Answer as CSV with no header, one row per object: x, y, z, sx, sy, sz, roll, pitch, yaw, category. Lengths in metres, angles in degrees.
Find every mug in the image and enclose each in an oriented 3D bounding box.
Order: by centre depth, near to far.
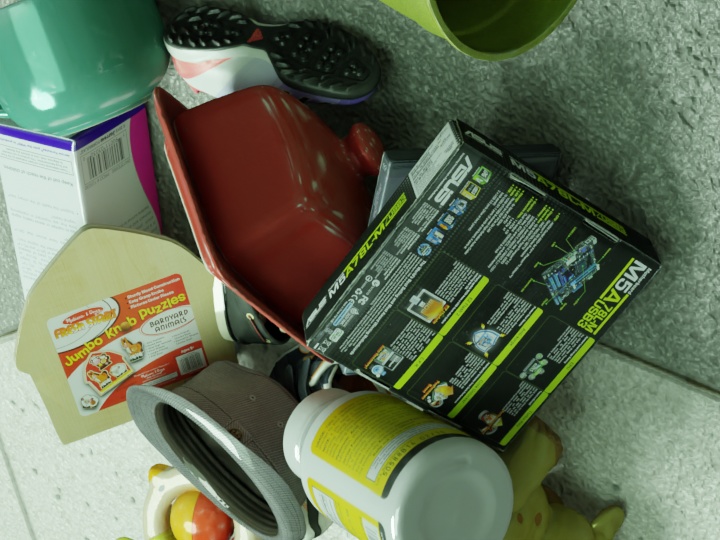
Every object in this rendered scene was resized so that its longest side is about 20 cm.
-0.244,-0.179,1.433,0.184,0.152,0.115,-6,110,52,mug

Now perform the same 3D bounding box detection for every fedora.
-0.104,0.146,1.512,0.200,0.090,0.177,36,155,21,fedora

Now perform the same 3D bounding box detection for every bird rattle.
-0.153,0.271,1.690,0.199,0.112,0.164,8,105,30,bird rattle

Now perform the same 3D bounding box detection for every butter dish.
-0.046,-0.061,1.329,0.147,0.200,0.200,-31,56,12,butter dish

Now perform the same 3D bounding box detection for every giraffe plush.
0.130,0.204,1.412,0.172,0.201,0.162,-34,130,30,giraffe plush

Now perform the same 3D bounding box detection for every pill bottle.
0.021,0.157,1.338,0.200,0.111,0.112,23,134,56,pill bottle

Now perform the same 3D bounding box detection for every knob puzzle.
-0.213,0.041,1.515,0.030,0.218,0.221,-123,26,-56,knob puzzle

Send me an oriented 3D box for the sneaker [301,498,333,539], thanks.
-0.103,0.184,1.607,0.199,0.080,0.074,29,133,21,sneaker

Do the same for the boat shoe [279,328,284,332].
0.000,0.000,1.427,0.199,0.074,0.070,-20,94,40,boat shoe

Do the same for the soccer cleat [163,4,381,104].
-0.066,-0.160,1.382,0.199,0.068,0.073,15,145,27,soccer cleat

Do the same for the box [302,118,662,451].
0.088,0.016,1.275,0.192,0.048,0.200,27,113,-24,box

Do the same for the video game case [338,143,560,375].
0.067,-0.007,1.324,0.019,0.142,0.201,-119,33,-47,video game case

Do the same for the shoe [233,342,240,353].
-0.211,0.077,1.610,0.199,0.091,0.072,2,118,36,shoe

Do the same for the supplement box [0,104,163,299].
-0.249,-0.055,1.549,0.103,0.101,0.201,13,124,30,supplement box

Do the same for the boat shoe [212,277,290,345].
-0.100,-0.025,1.479,0.063,0.074,0.203,6,124,28,boat shoe

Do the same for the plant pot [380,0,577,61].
0.038,-0.266,1.159,0.192,0.200,0.202,26,131,37,plant pot

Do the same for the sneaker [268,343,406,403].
-0.027,0.101,1.499,0.199,0.079,0.079,-23,104,44,sneaker
